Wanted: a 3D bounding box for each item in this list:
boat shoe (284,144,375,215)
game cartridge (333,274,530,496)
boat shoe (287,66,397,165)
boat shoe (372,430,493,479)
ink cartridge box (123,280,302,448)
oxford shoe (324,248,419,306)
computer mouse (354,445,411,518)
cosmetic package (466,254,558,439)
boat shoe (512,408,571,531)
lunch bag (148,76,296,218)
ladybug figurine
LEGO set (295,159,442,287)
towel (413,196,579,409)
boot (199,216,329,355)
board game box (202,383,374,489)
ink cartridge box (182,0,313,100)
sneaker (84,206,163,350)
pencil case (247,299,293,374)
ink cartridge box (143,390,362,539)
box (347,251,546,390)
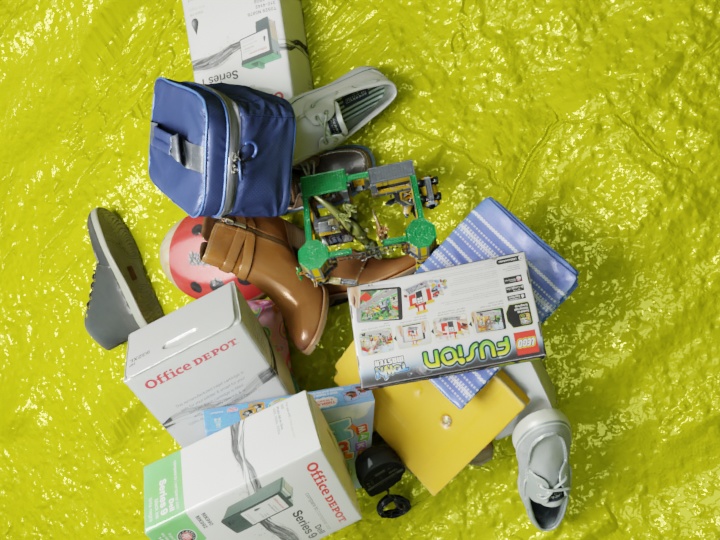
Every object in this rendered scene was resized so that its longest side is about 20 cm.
[{"bbox_3d":[-0.074,-0.113,0.852,0.195,0.072,0.074,-20,89,17],"label":"boat shoe"},{"bbox_3d":[0.075,0.137,0.762,0.200,0.032,0.177,47,119,16],"label":"game cartridge"},{"bbox_3d":[-0.041,-0.192,0.792,0.199,0.074,0.066,-41,39,-12],"label":"boat shoe"},{"bbox_3d":[0.078,0.237,0.837,0.196,0.075,0.070,-18,94,23],"label":"boat shoe"},{"bbox_3d":[-0.164,0.136,0.761,0.142,0.084,0.203,-26,126,0],"label":"ink cartridge box"},{"bbox_3d":[0.000,0.000,0.844,0.195,0.071,0.073,-16,85,18],"label":"oxford shoe"},{"bbox_3d":[0.031,0.271,0.814,0.058,0.202,0.034,-27,51,-8],"label":"computer mouse"},{"bbox_3d":[0.162,0.085,0.783,0.083,0.107,0.204,-25,86,16],"label":"cosmetic package"},{"bbox_3d":[0.220,0.239,0.743,0.068,0.073,0.204,-14,134,0],"label":"boat shoe"},{"bbox_3d":[-0.166,-0.137,0.723,0.199,0.129,0.140,30,119,50],"label":"lunch bag"},{"bbox_3d":[-0.201,-0.018,0.898,0.194,0.072,0.140,1,95,16],"label":"ladybug figurine"},{"bbox_3d":[0.009,-0.048,0.800,0.195,0.116,0.157,-18,66,0],"label":"LEGO set"},{"bbox_3d":[0.128,0.031,0.707,0.200,0.024,0.145,-45,74,-4],"label":"towel"},{"bbox_3d":[-0.121,0.002,0.786,0.076,0.153,0.204,-39,46,36],"label":"boot"},{"bbox_3d":[-0.082,0.216,0.765,0.194,0.037,0.155,-8,124,-16],"label":"board game box"},{"bbox_3d":[-0.148,-0.295,0.852,0.142,0.084,0.206,-8,92,17],"label":"ink cartridge box"},{"bbox_3d":[-0.383,0.015,0.953,0.104,0.075,0.205,-23,89,14],"label":"sneaker"},{"bbox_3d":[-0.137,0.144,0.887,0.085,0.087,0.206,-7,92,16],"label":"pencil case"},{"bbox_3d":[-0.113,0.242,0.695,0.196,0.085,0.148,-25,128,-2],"label":"ink cartridge box"},{"bbox_3d":[0.089,0.056,0.682,0.194,0.035,0.113,-11,75,8],"label":"box"}]
